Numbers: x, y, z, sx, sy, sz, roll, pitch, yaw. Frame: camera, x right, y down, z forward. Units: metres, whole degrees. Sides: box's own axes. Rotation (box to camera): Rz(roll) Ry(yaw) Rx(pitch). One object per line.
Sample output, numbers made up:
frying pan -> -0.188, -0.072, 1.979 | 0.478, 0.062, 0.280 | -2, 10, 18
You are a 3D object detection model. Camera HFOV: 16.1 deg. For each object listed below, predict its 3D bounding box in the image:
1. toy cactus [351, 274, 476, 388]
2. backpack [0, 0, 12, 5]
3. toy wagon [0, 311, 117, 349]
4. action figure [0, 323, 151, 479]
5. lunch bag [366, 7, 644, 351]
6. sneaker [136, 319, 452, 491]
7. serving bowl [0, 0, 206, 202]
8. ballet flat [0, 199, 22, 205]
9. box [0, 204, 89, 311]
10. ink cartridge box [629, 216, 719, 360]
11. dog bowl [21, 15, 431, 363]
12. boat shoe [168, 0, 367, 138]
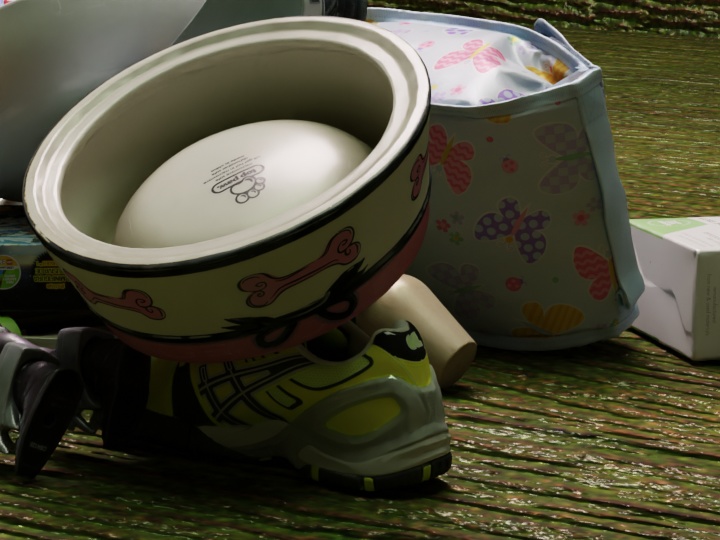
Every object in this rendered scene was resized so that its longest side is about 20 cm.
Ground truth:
toy cactus -> 0.000, 0.000, 1.396 | 0.165, 0.201, 0.102 | 39, 65, 24
backpack -> -0.314, -0.189, 2.212 | 0.146, 0.185, 0.200 | 6, 17, 31
toy wagon -> -0.173, 0.028, 1.434 | 0.154, 0.040, 0.199 | -8, 12, -39
action figure -> -0.197, 0.040, 1.247 | 0.199, 0.070, 0.130 | 20, 9, 41
lunch bag -> 0.070, -0.052, 1.474 | 0.199, 0.171, 0.127 | 10, 38, 39
sneaker -> -0.038, 0.050, 1.216 | 0.199, 0.077, 0.075 | 7, 14, 36
serving bowl -> -0.148, -0.087, 1.416 | 0.199, 0.066, 0.200 | -15, -19, -5
ballet flat -> -0.253, -0.008, 1.536 | 0.067, 0.064, 0.200 | 8, 32, 38
box -> -0.172, -0.008, 1.405 | 0.198, 0.040, 0.137 | 0, 11, -2
ink cartridge box -> 0.267, 0.006, 1.500 | 0.198, 0.068, 0.117 | -2, 11, -15
dog bowl -> -0.055, -0.036, 1.198 | 0.199, 0.074, 0.201 | -12, 34, 9
boat shoe -> -0.079, -0.085, 1.335 | 0.200, 0.071, 0.091 | -40, -14, 22
